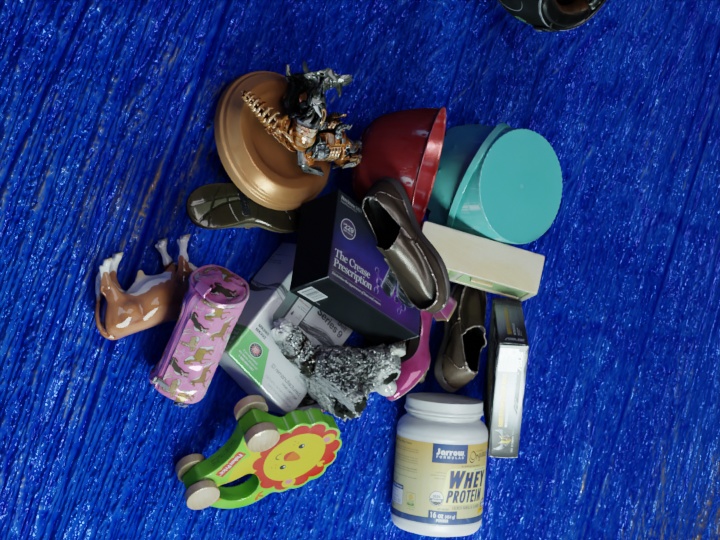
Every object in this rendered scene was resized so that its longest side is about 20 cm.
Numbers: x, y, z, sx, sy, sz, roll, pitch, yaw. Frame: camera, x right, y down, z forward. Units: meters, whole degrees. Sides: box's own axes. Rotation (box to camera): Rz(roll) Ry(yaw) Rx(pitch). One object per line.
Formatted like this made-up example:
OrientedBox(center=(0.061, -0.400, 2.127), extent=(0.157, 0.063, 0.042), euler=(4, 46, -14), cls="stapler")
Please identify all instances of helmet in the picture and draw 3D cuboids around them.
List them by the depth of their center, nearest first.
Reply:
OrientedBox(center=(0.293, -0.491, 1.840), extent=(0.198, 0.191, 0.201), euler=(-19, 136, -19), cls="helmet")

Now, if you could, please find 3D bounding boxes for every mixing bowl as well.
OrientedBox(center=(0.050, -0.153, 1.714), extent=(0.107, 0.200, 0.202), euler=(14, 83, 8), cls="mixing bowl")

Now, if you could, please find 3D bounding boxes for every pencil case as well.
OrientedBox(center=(-0.213, 0.085, 1.530), extent=(0.082, 0.087, 0.201), euler=(24, 123, -7), cls="pencil case")

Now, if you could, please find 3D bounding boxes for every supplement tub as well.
OrientedBox(center=(0.123, 0.297, 1.805), extent=(0.143, 0.144, 0.203), euler=(3, 92, -35), cls="supplement tub")

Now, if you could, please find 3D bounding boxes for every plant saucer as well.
OrientedBox(center=(-0.114, -0.186, 1.633), extent=(0.199, 0.037, 0.203), euler=(14, 69, -39), cls="plant saucer")

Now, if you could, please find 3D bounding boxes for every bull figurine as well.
OrientedBox(center=(-0.265, 0.023, 1.559), extent=(0.199, 0.065, 0.123), euler=(-20, 101, -35), cls="bull figurine")

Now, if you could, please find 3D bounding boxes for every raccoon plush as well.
OrientedBox(center=(-0.018, 0.109, 1.626), extent=(0.134, 0.096, 0.201), euler=(-49, 121, -31), cls="raccoon plush")

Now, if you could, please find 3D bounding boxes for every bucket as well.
OrientedBox(center=(0.210, -0.134, 1.839), extent=(0.205, 0.134, 0.210), euler=(-3, 95, -35), cls="bucket")

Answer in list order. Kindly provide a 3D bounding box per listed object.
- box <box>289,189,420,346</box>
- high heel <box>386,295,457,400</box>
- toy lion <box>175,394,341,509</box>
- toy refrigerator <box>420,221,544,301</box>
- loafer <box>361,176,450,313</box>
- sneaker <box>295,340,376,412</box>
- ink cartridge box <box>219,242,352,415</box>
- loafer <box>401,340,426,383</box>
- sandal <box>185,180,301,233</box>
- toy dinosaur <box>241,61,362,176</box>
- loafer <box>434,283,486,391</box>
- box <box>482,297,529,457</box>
OrientedBox(center=(0.000, 0.000, 1.644), extent=(0.199, 0.078, 0.143), euler=(33, 49, -40), cls="box")
OrientedBox(center=(0.069, 0.089, 1.712), extent=(0.096, 0.067, 0.201), euler=(44, 66, -25), cls="high heel")
OrientedBox(center=(-0.130, 0.264, 1.631), extent=(0.200, 0.069, 0.191), euler=(-44, 138, 15), cls="toy lion")
OrientedBox(center=(0.176, -0.010, 1.809), extent=(0.198, 0.076, 0.071), euler=(16, 77, -8), cls="toy refrigerator")
OrientedBox(center=(0.053, -0.028, 1.609), extent=(0.071, 0.073, 0.201), euler=(-25, 86, -50), cls="loafer")
OrientedBox(center=(-0.031, 0.155, 1.740), extent=(0.199, 0.080, 0.087), euler=(-20, 85, -34), cls="sneaker")
OrientedBox(center=(-0.106, 0.080, 1.662), extent=(0.146, 0.084, 0.201), euler=(49, 67, -28), cls="ink cartridge box")
OrientedBox(center=(0.062, 0.081, 1.787), extent=(0.068, 0.075, 0.202), euler=(-34, 111, -22), cls="loafer")
OrientedBox(center=(-0.160, -0.085, 1.629), extent=(0.198, 0.054, 0.083), euler=(-8, 83, -36), cls="sandal")
OrientedBox(center=(-0.071, -0.206, 1.596), extent=(0.200, 0.101, 0.137), euler=(25, 78, -58), cls="toy dinosaur")
OrientedBox(center=(0.174, 0.097, 1.837), extent=(0.073, 0.071, 0.202), euler=(35, 52, -33), cls="loafer")
OrientedBox(center=(0.226, 0.166, 1.832), extent=(0.048, 0.159, 0.202), euler=(3, 115, 1), cls="box")
